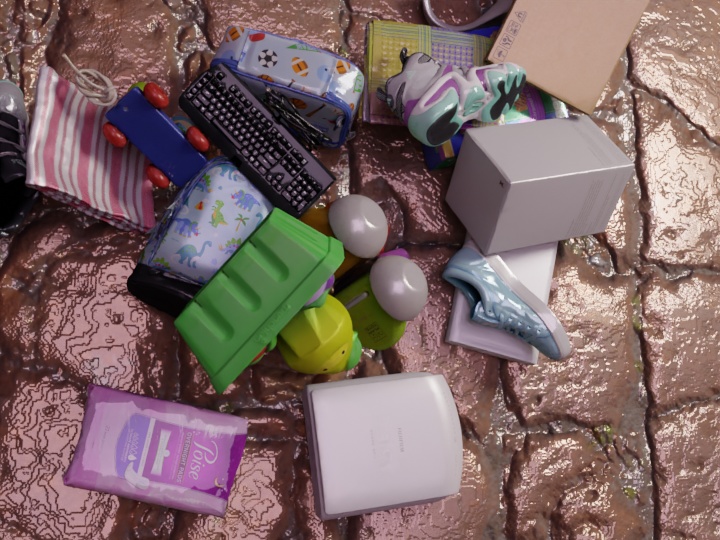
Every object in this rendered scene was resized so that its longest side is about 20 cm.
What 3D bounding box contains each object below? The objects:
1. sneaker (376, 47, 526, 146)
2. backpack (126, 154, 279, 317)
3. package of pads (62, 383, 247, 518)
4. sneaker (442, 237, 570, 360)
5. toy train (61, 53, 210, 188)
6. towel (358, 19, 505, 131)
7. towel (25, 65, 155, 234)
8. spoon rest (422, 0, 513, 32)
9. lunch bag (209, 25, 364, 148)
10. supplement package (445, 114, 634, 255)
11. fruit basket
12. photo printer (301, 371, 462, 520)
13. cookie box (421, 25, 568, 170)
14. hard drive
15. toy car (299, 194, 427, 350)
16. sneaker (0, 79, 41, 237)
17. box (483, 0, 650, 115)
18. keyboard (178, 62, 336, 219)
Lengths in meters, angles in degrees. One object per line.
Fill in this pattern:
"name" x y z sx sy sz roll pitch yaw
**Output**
"sneaker" 0.107 -0.243 1.154 0.199 0.078 0.140 -26 56 -36
"backpack" -0.175 -0.042 1.124 0.162 0.154 0.201 27 63 -4
"package of pads" -0.241 0.214 1.082 0.198 0.076 0.122 15 79 -11
"sneaker" 0.186 0.055 1.202 0.082 0.074 0.200 -41 80 -16
"toy train" -0.269 -0.200 1.091 0.084 0.116 0.200 -39 116 10
"towel" 0.096 -0.255 1.210 0.198 0.023 0.145 3 78 -11
"towel" -0.310 -0.138 1.082 0.030 0.200 0.148 -10 71 26
"spoon rest" 0.185 -0.363 1.293 0.198 0.099 0.061 3 88 6
"lunch bag" -0.092 -0.227 1.164 0.198 0.160 0.076 21 73 -3
"supplement package" 0.234 -0.117 1.210 0.198 0.122 0.120 -10 47 -25
"fruit basket" -0.079 0.057 1.029 0.213 0.156 0.218 0 100 -2
"photo printer" 0.033 0.217 1.155 0.198 0.069 0.168 -4 81 -15
"cookie box" 0.173 -0.246 1.276 0.198 0.075 0.173 -14 83 -15
"hard drive" 0.198 0.017 1.259 0.131 0.026 0.202 16 76 -11
"toy car" 0.000 0.000 1.159 0.201 0.175 0.150 56 36 1
"sneaker" -0.406 -0.130 1.067 0.077 0.139 0.202 13 81 -46
"box" 0.280 -0.331 1.202 0.162 0.021 0.201 26 96 -4
"keyboard" -0.112 -0.162 1.066 0.200 0.040 0.104 45 86 -7
